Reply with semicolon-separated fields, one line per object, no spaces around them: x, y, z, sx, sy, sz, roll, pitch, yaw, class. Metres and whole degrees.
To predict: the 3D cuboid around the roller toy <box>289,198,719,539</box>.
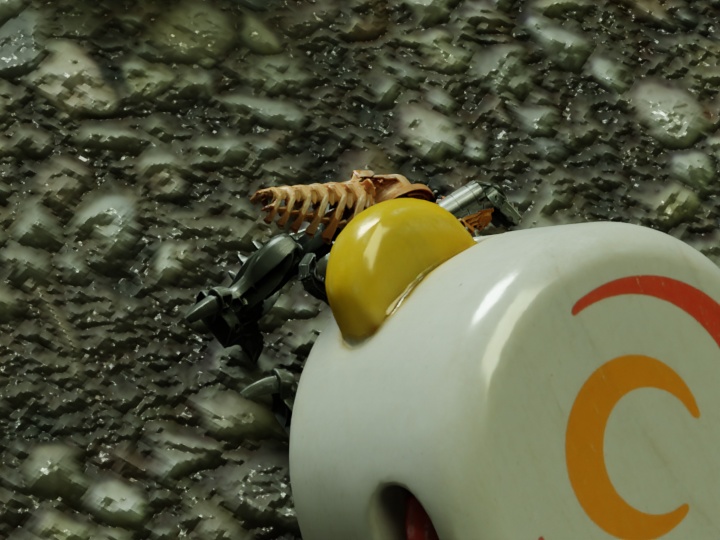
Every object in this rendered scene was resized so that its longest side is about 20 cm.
0.068;0.075;1.178;0.200;0.140;0.183;17;77;-34;roller toy

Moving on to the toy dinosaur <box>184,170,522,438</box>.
0.000;0.000;1.259;0.200;0.136;0.102;42;9;-40;toy dinosaur
